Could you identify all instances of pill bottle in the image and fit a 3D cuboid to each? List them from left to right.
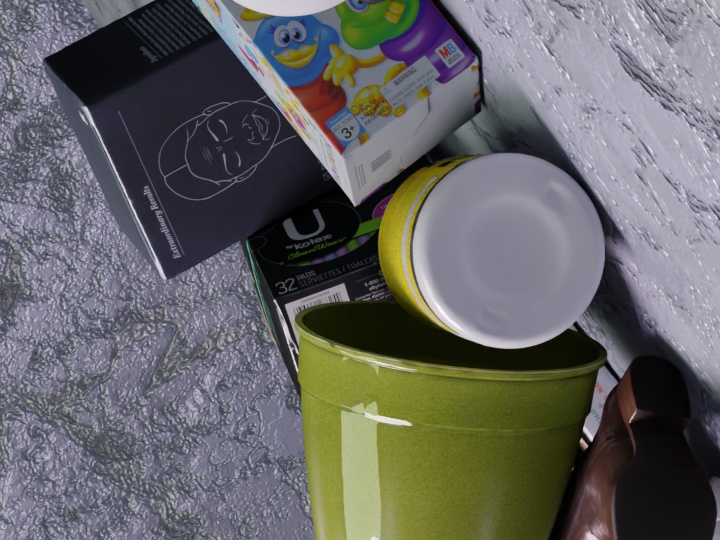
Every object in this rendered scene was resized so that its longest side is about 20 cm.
[{"bbox_3d":[0.072,-0.014,1.472,0.115,0.114,0.200,54,174,-7],"label":"pill bottle"}]

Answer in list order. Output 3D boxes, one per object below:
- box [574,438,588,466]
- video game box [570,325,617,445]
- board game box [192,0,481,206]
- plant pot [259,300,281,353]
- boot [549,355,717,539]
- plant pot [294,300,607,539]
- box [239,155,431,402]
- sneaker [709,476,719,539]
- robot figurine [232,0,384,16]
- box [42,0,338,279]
[{"bbox_3d":[0.143,0.136,1.778,0.164,0.021,0.200,51,173,2],"label":"box"},{"bbox_3d":[0.153,0.092,1.780,0.183,0.047,0.200,55,174,9],"label":"video game box"},{"bbox_3d":[-0.026,-0.158,1.465,0.200,0.103,0.105,52,174,14],"label":"board game box"},{"bbox_3d":[0.025,0.014,1.892,0.201,0.201,0.093,53,134,-1],"label":"plant pot"},{"bbox_3d":[0.153,0.180,1.494,0.187,0.064,0.200,-80,11,-45],"label":"boot"},{"bbox_3d":[0.046,0.134,1.535,0.200,0.199,0.194,-144,59,-70],"label":"plant pot"},{"bbox_3d":[0.000,0.000,1.710,0.200,0.148,0.125,-117,9,-60],"label":"box"},{"bbox_3d":[0.254,0.204,1.570,0.077,0.078,0.200,16,149,25],"label":"sneaker"},{"bbox_3d":[-0.055,-0.214,1.306,0.200,0.149,0.126,-136,48,-59],"label":"robot figurine"},{"bbox_3d":[-0.095,-0.115,1.677,0.107,0.199,0.149,43,159,57],"label":"box"}]
